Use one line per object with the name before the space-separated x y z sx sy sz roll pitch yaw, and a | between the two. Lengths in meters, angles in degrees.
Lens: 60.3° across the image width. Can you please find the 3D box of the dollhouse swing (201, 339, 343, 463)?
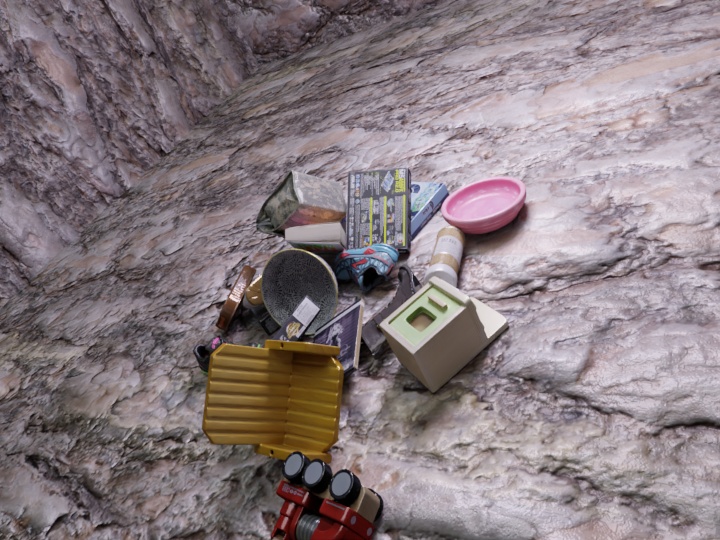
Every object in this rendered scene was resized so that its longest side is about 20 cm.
dollhouse swing | -0.154 0.226 1.096 0.178 0.174 0.207 -2 78 39

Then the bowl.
bowl | -0.126 0.037 1.443 0.195 0.207 0.094 -14 11 25

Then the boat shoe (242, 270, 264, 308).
boat shoe | -0.218 0.023 1.529 0.199 0.072 0.069 -39 4 -37

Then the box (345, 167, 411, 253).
box | 0.045 -0.142 1.508 0.155 0.044 0.207 -3 77 16

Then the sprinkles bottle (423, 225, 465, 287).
sprinkles bottle | 0.180 -0.021 1.307 0.066 0.070 0.201 -15 25 24

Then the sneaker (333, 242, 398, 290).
sneaker | 0.000 0.000 1.453 0.197 0.079 0.098 -18 49 45

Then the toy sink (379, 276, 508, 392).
toy sink | 0.154 0.097 1.149 0.198 0.114 0.130 -37 32 -11

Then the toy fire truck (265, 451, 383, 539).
toy fire truck | -0.085 0.398 0.948 0.172 0.129 0.204 3 56 42

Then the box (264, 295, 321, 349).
box | -0.174 0.170 1.301 0.199 0.049 0.200 -50 -1 -28

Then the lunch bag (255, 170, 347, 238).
lunch bag | -0.153 -0.140 1.567 0.199 0.161 0.121 -39 56 39

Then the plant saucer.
plant saucer | 0.284 -0.145 1.417 0.194 0.052 0.203 -17 29 10

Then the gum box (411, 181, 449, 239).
gum box | 0.109 -0.163 1.621 0.197 0.045 0.170 13 53 49

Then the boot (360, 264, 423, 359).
boot | 0.060 0.084 1.301 0.172 0.070 0.201 -37 24 5

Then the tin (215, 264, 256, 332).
tin | -0.326 0.070 1.627 0.113 0.041 0.203 -53 13 41

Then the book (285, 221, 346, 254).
book | -0.100 -0.071 1.497 0.129 0.050 0.200 -1 -8 5

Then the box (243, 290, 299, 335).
box | -0.190 0.056 1.573 0.198 0.049 0.158 -38 31 -11

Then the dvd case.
dvd case | -0.054 0.163 1.297 0.147 0.016 0.203 -36 27 28

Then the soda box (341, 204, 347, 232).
soda box | -0.048 -0.123 1.632 0.196 0.062 0.071 -15 71 41

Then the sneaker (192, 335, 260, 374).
sneaker | -0.319 0.198 1.453 0.195 0.085 0.078 -12 36 29
